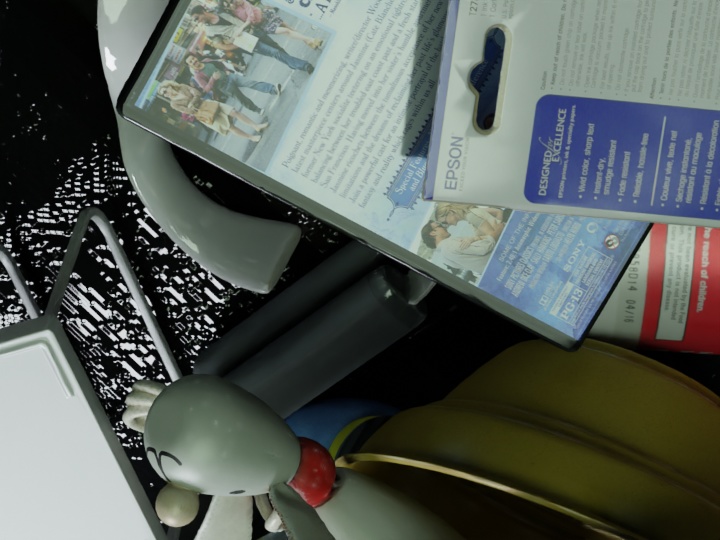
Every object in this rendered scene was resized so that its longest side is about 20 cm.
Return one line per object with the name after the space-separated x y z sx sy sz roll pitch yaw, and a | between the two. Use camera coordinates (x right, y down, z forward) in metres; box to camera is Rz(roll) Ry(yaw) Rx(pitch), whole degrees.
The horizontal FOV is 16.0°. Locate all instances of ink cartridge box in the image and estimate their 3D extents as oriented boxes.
0.123 -0.064 0.926 0.199 0.037 0.095 4 106 -11 | ink cartridge box

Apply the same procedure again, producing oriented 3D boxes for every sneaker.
0.041 0.119 1.152 0.200 0.078 0.066 40 77 -28 | sneaker

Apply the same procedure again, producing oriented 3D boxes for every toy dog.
-0.015 0.122 0.984 0.200 0.132 0.097 29 74 -17 | toy dog

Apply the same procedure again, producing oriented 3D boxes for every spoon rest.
-0.072 -0.078 1.032 0.060 0.100 0.201 8 134 21 | spoon rest

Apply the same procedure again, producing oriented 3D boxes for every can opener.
0.000 0.000 1.085 0.066 0.053 0.200 36 119 -28 | can opener

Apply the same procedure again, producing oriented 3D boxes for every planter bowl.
0.096 0.081 1.025 0.200 0.200 0.084 26 74 -11 | planter bowl

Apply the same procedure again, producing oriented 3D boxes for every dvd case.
0.030 -0.074 0.941 0.199 0.018 0.143 28 101 -13 | dvd case

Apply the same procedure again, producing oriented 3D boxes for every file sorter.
-0.185 0.075 1.100 0.199 0.125 0.139 -16 118 13 | file sorter

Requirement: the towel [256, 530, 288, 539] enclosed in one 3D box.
0.013 0.187 1.149 0.200 0.048 0.171 33 150 -14 | towel

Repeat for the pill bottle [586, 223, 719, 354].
0.186 -0.020 1.026 0.199 0.112 0.113 3 120 3 | pill bottle
